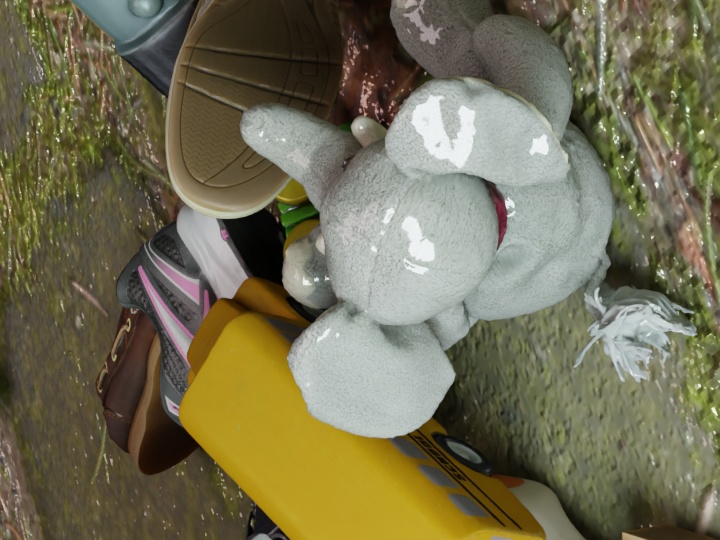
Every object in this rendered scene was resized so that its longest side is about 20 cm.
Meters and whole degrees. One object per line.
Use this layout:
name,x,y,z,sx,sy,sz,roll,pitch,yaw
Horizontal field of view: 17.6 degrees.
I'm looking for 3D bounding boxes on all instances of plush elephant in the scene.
plush elephant,0.022,-0.025,0.932,0.200,0.154,0.165,39,107,34

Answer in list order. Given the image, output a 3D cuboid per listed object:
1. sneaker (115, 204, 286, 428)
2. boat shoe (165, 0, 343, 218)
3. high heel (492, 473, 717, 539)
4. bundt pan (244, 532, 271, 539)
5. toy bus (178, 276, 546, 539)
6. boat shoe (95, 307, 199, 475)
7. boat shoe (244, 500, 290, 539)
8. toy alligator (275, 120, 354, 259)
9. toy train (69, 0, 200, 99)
sneaker,-0.048,0.062,1.124,0.086,0.080,0.201,-32,77,22
boat shoe,-0.046,-0.101,1.057,0.065,0.072,0.201,119,165,-58
high heel,0.078,0.145,1.009,0.199,0.067,0.097,11,99,42
bundt pan,-0.079,0.222,1.075,0.075,0.201,0.203,-3,98,41
toy bus,-0.010,0.078,0.990,0.200,0.078,0.065,42,107,37
boat shoe,-0.101,0.030,1.238,0.070,0.070,0.200,57,142,23
boat shoe,-0.031,0.147,1.179,0.075,0.062,0.201,-16,85,59
toy alligator,0.000,0.000,1.086,0.054,0.059,0.201,-19,73,15
toy train,-0.122,-0.163,1.115,0.085,0.200,0.114,-39,38,9
